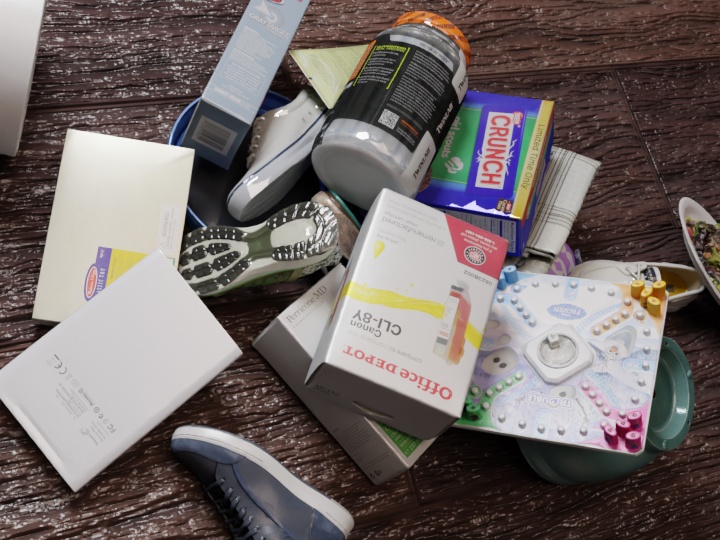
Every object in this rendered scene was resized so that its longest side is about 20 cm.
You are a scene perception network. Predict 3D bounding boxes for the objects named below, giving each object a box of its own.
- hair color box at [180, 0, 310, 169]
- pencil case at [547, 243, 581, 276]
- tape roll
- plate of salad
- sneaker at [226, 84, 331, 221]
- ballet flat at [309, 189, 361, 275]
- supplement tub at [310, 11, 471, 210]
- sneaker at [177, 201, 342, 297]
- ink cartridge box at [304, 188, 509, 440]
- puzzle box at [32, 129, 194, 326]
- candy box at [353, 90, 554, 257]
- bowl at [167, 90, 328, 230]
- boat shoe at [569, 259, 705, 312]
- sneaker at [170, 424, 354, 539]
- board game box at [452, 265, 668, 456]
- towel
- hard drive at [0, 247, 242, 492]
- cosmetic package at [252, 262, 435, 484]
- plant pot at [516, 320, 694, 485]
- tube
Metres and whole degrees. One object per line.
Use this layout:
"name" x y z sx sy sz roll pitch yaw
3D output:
"hair color box" -0.119 -0.220 1.127 0.060 0.099 0.201 26 60 -11
"pencil case" 0.179 0.045 1.209 0.083 0.086 0.201 17 54 26
"tape roll" -0.378 -0.221 0.999 0.138 0.203 0.205 10 64 -19
"plate of salad" 0.471 -0.011 1.339 0.199 0.048 0.201 36 37 -33
"sneaker" -0.092 -0.128 1.125 0.071 0.073 0.200 36 49 5
"ballet flat" 0.000 0.000 1.146 0.067 0.068 0.200 -44 112 -5
"supplement tub" 0.039 -0.172 1.122 0.122 0.122 0.201 32 65 -8
"sneaker" -0.105 -0.003 1.079 0.198 0.089 0.078 -12 62 14
"ink cartridge box" 0.048 0.043 1.034 0.144 0.083 0.202 22 63 -6
"puzzle box" -0.245 -0.036 1.052 0.132 0.025 0.202 9 73 -9
"candy box" 0.108 -0.120 1.196 0.198 0.077 0.170 11 60 15
"bowl" -0.118 -0.107 1.160 0.199 0.039 0.203 9 65 -20
"boat shoe" 0.340 0.016 1.295 0.198 0.070 0.072 5 66 -23
"sneaker" -0.115 0.248 0.986 0.201 0.077 0.147 34 56 -8
"board game box" 0.202 0.081 1.074 0.198 0.026 0.201 7 54 20
"towel" 0.163 -0.088 1.234 0.191 0.035 0.201 21 58 18
"hard drive" -0.230 0.092 0.996 0.200 0.025 0.132 -39 89 -14
"cosmetic package" -0.003 0.108 1.092 0.200 0.085 0.108 48 56 0
"plant pot" 0.275 0.133 1.136 0.199 0.133 0.203 7 80 -43
"tube" -0.015 -0.229 1.202 0.057 0.052 0.200 16 21 20
